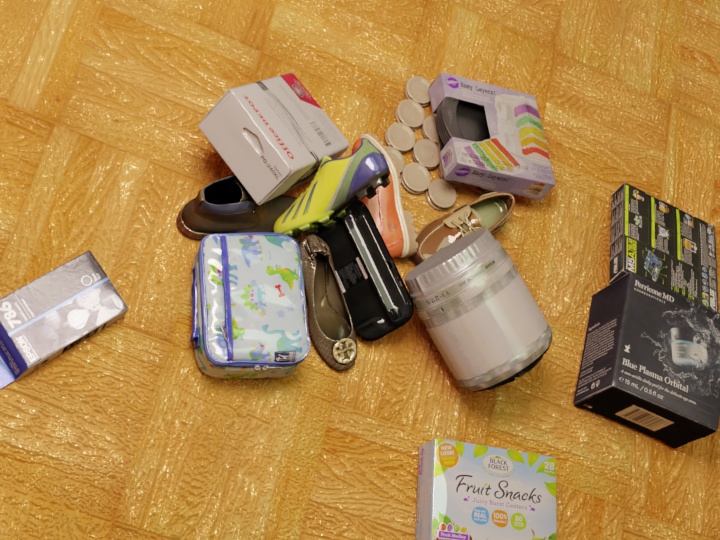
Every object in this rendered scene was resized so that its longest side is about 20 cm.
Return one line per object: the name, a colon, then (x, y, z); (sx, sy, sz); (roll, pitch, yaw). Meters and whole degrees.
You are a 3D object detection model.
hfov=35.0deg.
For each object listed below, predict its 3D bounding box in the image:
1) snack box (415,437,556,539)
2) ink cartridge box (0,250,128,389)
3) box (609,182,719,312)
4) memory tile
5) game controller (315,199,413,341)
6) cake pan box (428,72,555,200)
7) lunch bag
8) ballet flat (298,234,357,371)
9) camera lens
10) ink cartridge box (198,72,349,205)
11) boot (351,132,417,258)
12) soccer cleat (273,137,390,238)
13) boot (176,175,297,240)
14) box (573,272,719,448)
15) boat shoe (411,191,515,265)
snack box: (0.179, 0.340, 1.626); (0.198, 0.068, 0.171); (13, 66, -19)
ink cartridge box: (-0.414, 0.063, 1.501); (0.199, 0.039, 0.100); (-34, 86, -29)
box: (0.504, -0.027, 1.896); (0.191, 0.048, 0.202); (21, 50, -12)
memory tile: (0.113, -0.206, 1.839); (0.152, 0.017, 0.202); (29, 61, -10)
game controller: (0.000, 0.000, 1.669); (0.042, 0.104, 0.202); (-11, 72, -54)
cake pan box: (0.206, -0.216, 1.833); (0.198, 0.052, 0.186); (10, 54, -25)
lunch bag: (-0.157, 0.049, 1.592); (0.159, 0.082, 0.203); (3, 68, -19)
ballet flat: (-0.046, 0.045, 1.643); (0.067, 0.046, 0.203); (-13, 87, -30)
camera lens: (0.173, 0.062, 1.663); (0.159, 0.160, 0.201); (-34, 96, -29)
ink cartridge box: (-0.122, -0.194, 1.646); (0.146, 0.083, 0.200); (52, 29, 2)
boot: (0.009, -0.111, 1.729); (0.106, 0.075, 0.202); (-12, 76, -21)
soccer cleat: (-0.048, -0.115, 1.628); (0.084, 0.199, 0.065); (62, 21, 8)
boot: (-0.157, -0.089, 1.634); (0.198, 0.097, 0.076); (-9, 73, -25)
box: (0.459, 0.142, 1.793); (0.195, 0.117, 0.202); (23, 62, -13)
boat shoe: (0.162, -0.070, 1.773); (0.199, 0.074, 0.076); (-35, 86, -30)
